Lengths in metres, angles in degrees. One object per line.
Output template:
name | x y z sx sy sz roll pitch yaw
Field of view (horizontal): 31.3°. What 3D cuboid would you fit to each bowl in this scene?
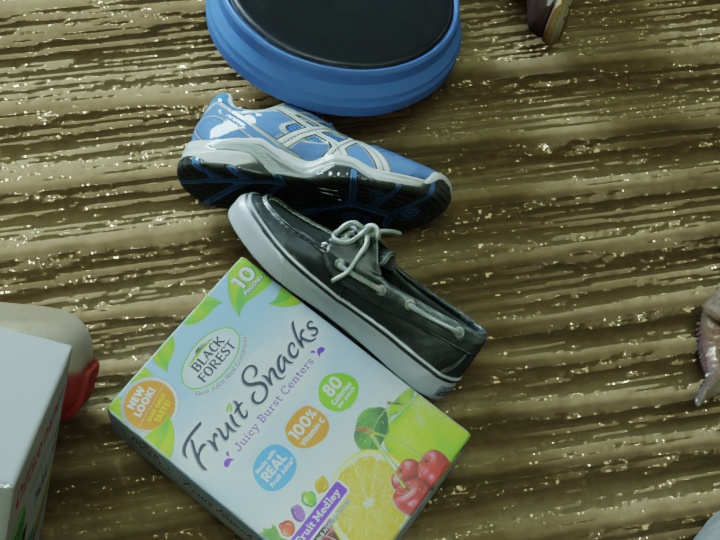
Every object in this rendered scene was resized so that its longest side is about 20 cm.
bowl | -0.018 -0.202 0.974 0.198 0.040 0.203 6 51 -8

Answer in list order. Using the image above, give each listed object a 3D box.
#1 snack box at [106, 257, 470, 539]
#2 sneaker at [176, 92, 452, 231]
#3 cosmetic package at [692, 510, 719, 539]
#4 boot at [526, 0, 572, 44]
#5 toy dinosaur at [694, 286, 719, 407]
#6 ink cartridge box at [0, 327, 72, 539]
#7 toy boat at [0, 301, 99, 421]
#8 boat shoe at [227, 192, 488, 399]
snack box | -0.047 0.108 0.854 0.199 0.053 0.142 37 67 11
sneaker | -0.029 -0.082 0.927 0.197 0.076 0.078 12 61 -2
cosmetic package | 0.209 0.237 0.796 0.090 0.107 0.200 38 70 11
boot | 0.095 -0.271 1.031 0.164 0.073 0.202 9 58 -1
toy dinosaur | 0.291 0.016 0.920 0.200 0.086 0.136 -41 64 -3
ink cartridge box | -0.255 0.143 0.707 0.144 0.202 0.147 13 25 -6
toy boat | -0.270 0.087 0.819 0.197 0.131 0.133 6 94 -3
boat shoe | -0.001 0.001 0.883 0.199 0.073 0.068 41 109 11
